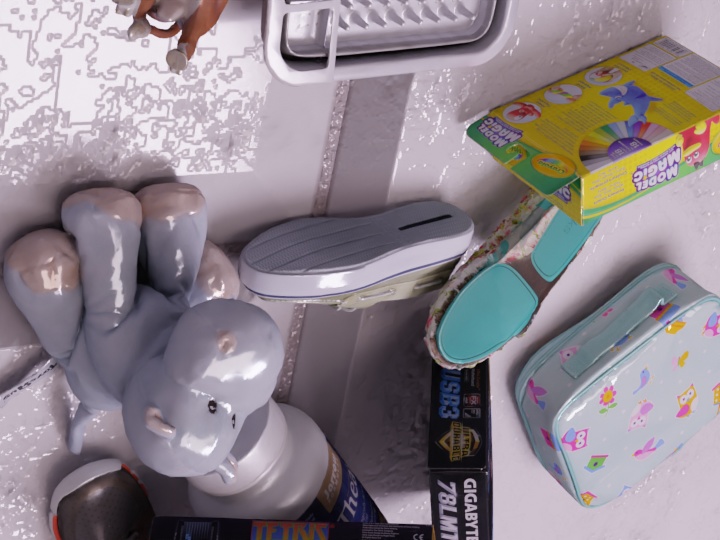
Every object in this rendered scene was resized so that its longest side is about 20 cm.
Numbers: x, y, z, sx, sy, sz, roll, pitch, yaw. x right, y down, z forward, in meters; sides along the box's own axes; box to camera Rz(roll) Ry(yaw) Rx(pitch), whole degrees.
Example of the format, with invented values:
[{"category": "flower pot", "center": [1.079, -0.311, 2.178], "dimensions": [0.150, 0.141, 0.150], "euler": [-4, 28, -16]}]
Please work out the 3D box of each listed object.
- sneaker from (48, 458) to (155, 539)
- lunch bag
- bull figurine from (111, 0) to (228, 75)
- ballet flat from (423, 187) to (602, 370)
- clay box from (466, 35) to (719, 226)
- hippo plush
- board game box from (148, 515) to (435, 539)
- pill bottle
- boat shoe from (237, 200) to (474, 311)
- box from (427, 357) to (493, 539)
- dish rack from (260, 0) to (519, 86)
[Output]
[{"category": "sneaker", "center": [-0.167, 0.224, 1.141], "dimensions": [0.076, 0.082, 0.202], "euler": [-25, 130, -20]}, {"category": "lunch bag", "center": [0.232, 0.093, 1.354], "dimensions": [0.199, 0.077, 0.161], "euler": [-37, 132, -11]}, {"category": "bull figurine", "center": [-0.096, -0.215, 0.903], "dimensions": [0.064, 0.122, 0.202], "euler": [13, 125, 5]}, {"category": "ballet flat", "center": [0.112, 0.001, 1.195], "dimensions": [0.200, 0.064, 0.076], "euler": [-43, 111, -21]}, {"category": "clay box", "center": [0.187, -0.103, 1.171], "dimensions": [0.198, 0.115, 0.048], "euler": [-25, 131, -20]}, {"category": "hippo plush", "center": [-0.140, 0.051, 0.997], "dimensions": [0.200, 0.161, 0.159], "euler": [-49, 134, 0]}, {"category": "board game box", "center": [-0.045, 0.242, 1.120], "dimensions": [0.197, 0.057, 0.166], "euler": [2, 141, 3]}, {"category": "pill bottle", "center": [-0.059, 0.169, 1.165], "dimensions": [0.111, 0.111, 0.201], "euler": [-40, 133, -8]}, {"category": "boat shoe", "center": [0.000, 0.000, 1.131], "dimensions": [0.198, 0.072, 0.063], "euler": [-11, 127, -33]}, {"category": "box", "center": [0.079, 0.163, 1.211], "dimensions": [0.049, 0.201, 0.201], "euler": [-2, 124, 6]}, {"category": "dish rack", "center": [0.021, -0.212, 1.009], "dimensions": [0.198, 0.043, 0.174], "euler": [-10, 122, -31]}]
